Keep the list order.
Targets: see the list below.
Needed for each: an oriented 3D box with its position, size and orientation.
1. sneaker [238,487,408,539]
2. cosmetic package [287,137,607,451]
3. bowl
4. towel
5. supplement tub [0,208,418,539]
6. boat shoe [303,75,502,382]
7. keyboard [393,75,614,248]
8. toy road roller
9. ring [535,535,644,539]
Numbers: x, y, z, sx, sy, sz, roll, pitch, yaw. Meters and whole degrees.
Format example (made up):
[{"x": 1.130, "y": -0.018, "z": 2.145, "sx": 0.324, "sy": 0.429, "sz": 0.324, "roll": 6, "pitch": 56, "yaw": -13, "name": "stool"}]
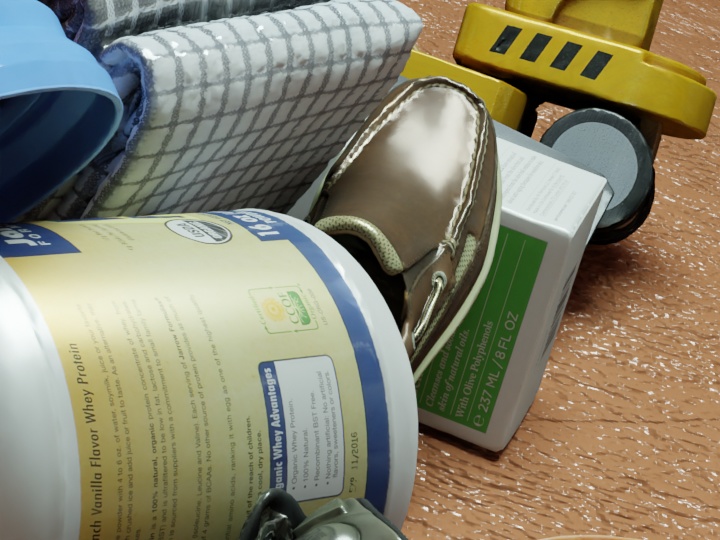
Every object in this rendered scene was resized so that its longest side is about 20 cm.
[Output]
[{"x": -0.049, "y": 0.122, "z": 0.756, "sx": 0.199, "sy": 0.115, "sz": 0.076, "roll": -6, "pitch": 30, "yaw": -39, "name": "sneaker"}, {"x": -0.009, "y": -0.016, "z": 1.103, "sx": 0.199, "sy": 0.108, "sz": 0.085, "roll": 19, "pitch": 23, "yaw": 9, "name": "cosmetic package"}, {"x": -0.171, "y": -0.024, "z": 0.806, "sx": 0.200, "sy": 0.200, "sz": 0.040, "roll": -18, "pitch": 78, "yaw": -53, "name": "bowl"}, {"x": -0.091, "y": -0.039, "z": 0.972, "sx": 0.086, "sy": 0.200, "sz": 0.165, "roll": 50, "pitch": 34, "yaw": 14, "name": "towel"}, {"x": -0.097, "y": 0.055, "z": 0.828, "sx": 0.199, "sy": 0.145, "sz": 0.144, "roll": -4, "pitch": 31, "yaw": -41, "name": "supplement tub"}, {"x": 0.006, "y": 0.002, "z": 0.976, "sx": 0.074, "sy": 0.075, "sz": 0.203, "roll": 18, "pitch": 62, "yaw": 7, "name": "boat shoe"}, {"x": 0.004, "y": -0.036, "z": 1.184, "sx": 0.199, "sy": 0.021, "sz": 0.127, "roll": 25, "pitch": 65, "yaw": 9, "name": "keyboard"}, {"x": 0.076, "y": -0.103, "z": 1.275, "sx": 0.199, "sy": 0.147, "sz": 0.123, "roll": 17, "pitch": -1, "yaw": 8, "name": "toy road roller"}, {"x": 0.115, "y": 0.133, "z": 0.690, "sx": 0.199, "sy": 0.019, "sz": 0.201, "roll": 22, "pitch": 20, "yaw": -8, "name": "ring"}]
